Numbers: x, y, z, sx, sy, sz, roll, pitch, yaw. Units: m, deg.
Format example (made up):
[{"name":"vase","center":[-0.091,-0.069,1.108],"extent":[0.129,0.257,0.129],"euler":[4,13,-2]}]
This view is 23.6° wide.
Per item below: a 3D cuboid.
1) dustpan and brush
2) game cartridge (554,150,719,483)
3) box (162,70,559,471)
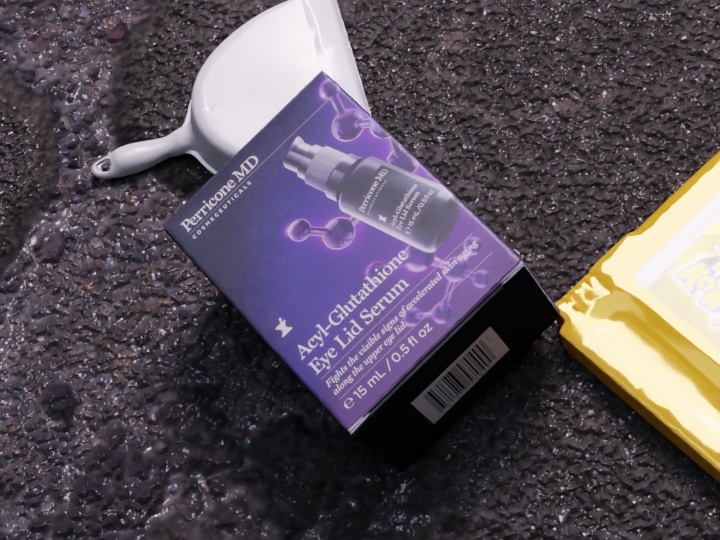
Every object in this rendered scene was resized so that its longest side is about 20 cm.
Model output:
[{"name":"dustpan and brush","center":[-0.097,-0.105,1.213],"extent":[0.200,0.057,0.140],"euler":[-15,71,-2]},{"name":"game cartridge","center":[0.243,0.019,1.067],"extent":[0.200,0.032,0.176],"euler":[-42,60,-12]},{"name":"box","center":[0.000,0.000,1.079],"extent":[0.148,0.104,0.200],"euler":[-45,63,0]}]
